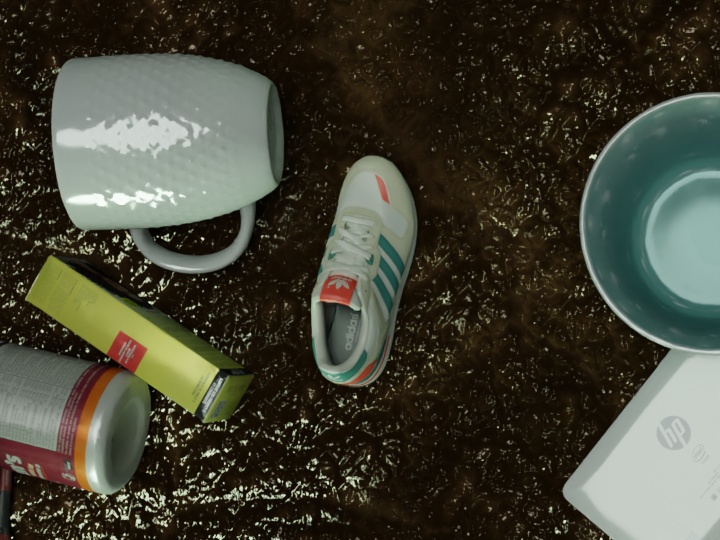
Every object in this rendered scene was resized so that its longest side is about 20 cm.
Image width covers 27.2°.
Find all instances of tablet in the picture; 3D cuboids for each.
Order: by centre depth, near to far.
[{"bbox_3d":[0.274,0.146,1.220,0.130,0.014,0.200,39,96,13],"label":"tablet"}]

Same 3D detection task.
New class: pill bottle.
[{"bbox_3d":[-0.295,0.123,1.315,0.198,0.110,0.111,11,90,14],"label":"pill bottle"}]

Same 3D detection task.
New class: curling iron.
[{"bbox_3d":[-0.339,0.255,1.362,0.049,0.026,0.202,-5,85,7],"label":"curling iron"}]

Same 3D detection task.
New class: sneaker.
[{"bbox_3d":[0.000,0.000,1.255,0.070,0.093,0.202,9,90,14],"label":"sneaker"}]

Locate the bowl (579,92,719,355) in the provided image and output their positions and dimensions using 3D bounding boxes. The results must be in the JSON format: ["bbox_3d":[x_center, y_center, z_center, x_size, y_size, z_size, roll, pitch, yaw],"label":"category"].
[{"bbox_3d":[0.278,-0.031,1.177,0.199,0.105,0.203,-2,84,14],"label":"bowl"}]

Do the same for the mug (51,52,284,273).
[{"bbox_3d":[-0.155,-0.089,1.286,0.174,0.148,0.201,-3,117,7],"label":"mug"}]

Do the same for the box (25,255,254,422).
[{"bbox_3d":[-0.194,0.059,1.312,0.199,0.075,0.050,33,95,12],"label":"box"}]
